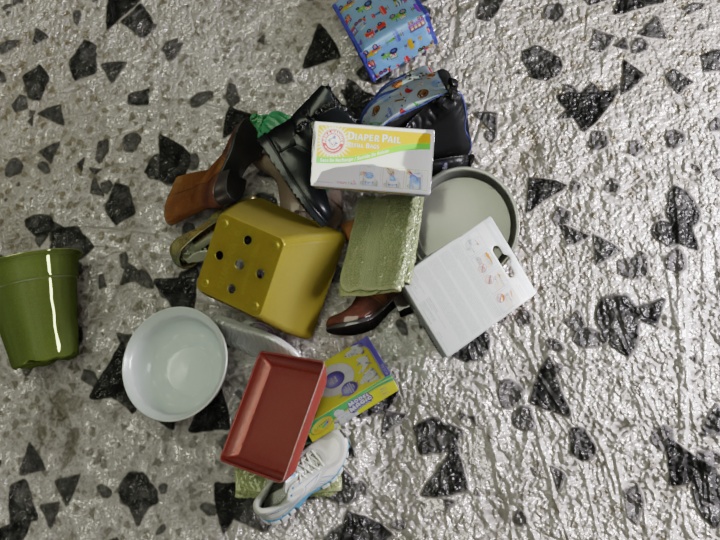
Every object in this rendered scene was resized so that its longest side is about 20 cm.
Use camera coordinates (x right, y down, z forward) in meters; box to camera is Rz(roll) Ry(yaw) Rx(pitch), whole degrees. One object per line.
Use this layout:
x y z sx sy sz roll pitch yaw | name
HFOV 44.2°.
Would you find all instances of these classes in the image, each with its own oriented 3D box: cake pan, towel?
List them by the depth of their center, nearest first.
0.036 -0.048 1.528 0.146 0.036 0.204 -9 56 36 | towel
-0.127 0.318 1.541 0.195 0.037 0.152 -4 73 11 | towel
0.182 -0.079 1.567 0.195 0.037 0.206 0 89 9 | cake pan

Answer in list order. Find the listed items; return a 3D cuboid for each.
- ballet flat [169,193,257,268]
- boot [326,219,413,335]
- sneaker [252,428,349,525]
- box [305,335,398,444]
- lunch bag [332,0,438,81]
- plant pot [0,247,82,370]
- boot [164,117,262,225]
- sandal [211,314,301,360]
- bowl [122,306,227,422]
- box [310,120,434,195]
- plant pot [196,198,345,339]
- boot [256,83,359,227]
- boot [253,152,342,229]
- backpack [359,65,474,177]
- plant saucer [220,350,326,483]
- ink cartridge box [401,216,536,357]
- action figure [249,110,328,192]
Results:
-0.268 -0.066 1.660 0.197 0.071 0.072 -31 70 6 | ballet flat
0.000 0.000 1.589 0.185 0.069 0.204 -23 70 5 | boot
-0.098 0.340 1.463 0.200 0.087 0.075 -45 67 -6 | sneaker
-0.046 0.206 1.515 0.198 0.049 0.118 -32 38 -3 | box
0.038 -0.497 1.722 0.148 0.094 0.203 -28 61 5 | lunch bag
-0.599 0.078 1.643 0.195 0.200 0.195 -13 85 7 | plant pot
-0.278 -0.185 1.677 0.197 0.068 0.192 -13 59 42 | boot
-0.182 0.119 1.595 0.199 0.083 0.050 23 51 16 | sandal
-0.319 0.174 1.593 0.196 0.090 0.206 -3 74 11 | bowl
0.018 -0.180 1.452 0.195 0.113 0.104 4 93 1 | box
-0.169 -0.007 1.538 0.197 0.176 0.204 22 96 19 | plant pot
-0.064 -0.203 1.546 0.167 0.076 0.202 -35 83 2 | boot
-0.126 -0.131 1.653 0.195 0.070 0.150 11 79 15 | boot
0.091 -0.255 1.582 0.187 0.202 0.155 -26 46 -5 | backpack
-0.139 0.243 1.484 0.197 0.036 0.204 1 68 51 | plant saucer
0.181 0.028 1.535 0.198 0.047 0.162 -33 91 -10 | ink cartridge box
-0.118 -0.228 1.614 0.198 0.055 0.119 35 73 3 | action figure
